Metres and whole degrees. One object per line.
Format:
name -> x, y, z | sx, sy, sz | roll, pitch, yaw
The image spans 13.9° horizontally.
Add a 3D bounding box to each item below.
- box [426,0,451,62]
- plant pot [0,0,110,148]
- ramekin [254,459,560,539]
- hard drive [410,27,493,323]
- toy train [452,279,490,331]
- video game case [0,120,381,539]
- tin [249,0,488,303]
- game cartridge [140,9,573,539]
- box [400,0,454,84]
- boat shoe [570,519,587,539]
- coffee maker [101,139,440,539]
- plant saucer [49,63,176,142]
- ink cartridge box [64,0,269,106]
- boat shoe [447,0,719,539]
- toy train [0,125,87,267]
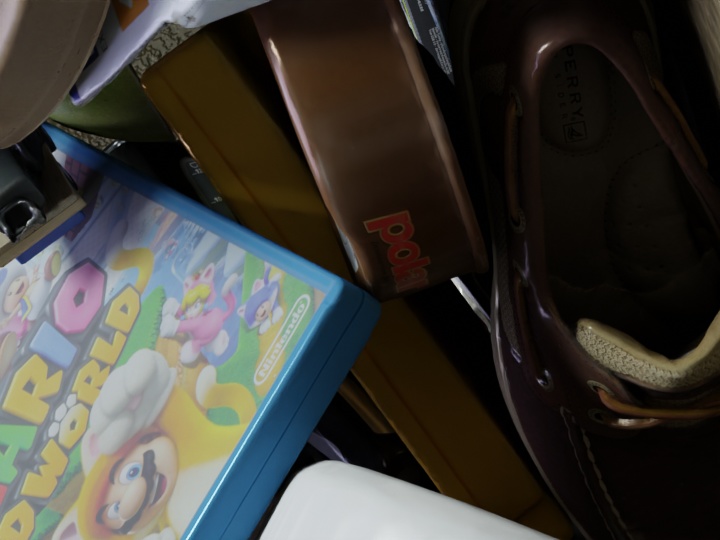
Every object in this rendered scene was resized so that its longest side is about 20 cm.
box -> 0.039, -0.107, 0.971 | 0.200, 0.040, 0.137 | -103, -10, -88
plant pot -> -0.144, -0.121, 0.714 | 0.201, 0.093, 0.201 | 21, 116, 51
ramekin -> 0.049, 0.122, 0.724 | 0.200, 0.200, 0.098 | 67, -135, -82
hard drive -> 0.052, -0.002, 0.982 | 0.200, 0.038, 0.140 | 53, -179, 17
toy train -> 0.077, 0.095, 1.084 | 0.200, 0.056, 0.150 | 51, -174, -4
video game case -> -0.085, 0.040, 0.795 | 0.018, 0.143, 0.200 | 32, 177, -35
tin -> -0.016, -0.084, 0.763 | 0.112, 0.042, 0.200 | 78, 173, -61
game cartridge -> 0.000, 0.000, 0.896 | 0.176, 0.032, 0.200 | 54, -174, -5
box -> 0.007, -0.188, 1.168 | 0.160, 0.044, 0.200 | -112, 0, -50
boat shoe -> 0.119, 0.126, 0.895 | 0.072, 0.062, 0.200 | 25, 165, 42
coffee maker -> -0.043, 0.071, 0.936 | 0.200, 0.135, 0.192 | 57, -174, 27
plant saucer -> -0.119, -0.116, 0.863 | 0.200, 0.031, 0.200 | 59, 179, 2
ink cartridge box -> -0.040, -0.168, 0.669 | 0.200, 0.041, 0.200 | -39, 67, 51
boat shoe -> 0.071, 0.012, 0.757 | 0.072, 0.072, 0.200 | -108, 4, -61
toy train -> -0.122, -0.062, 0.853 | 0.046, 0.034, 0.200 | 54, -179, -43
